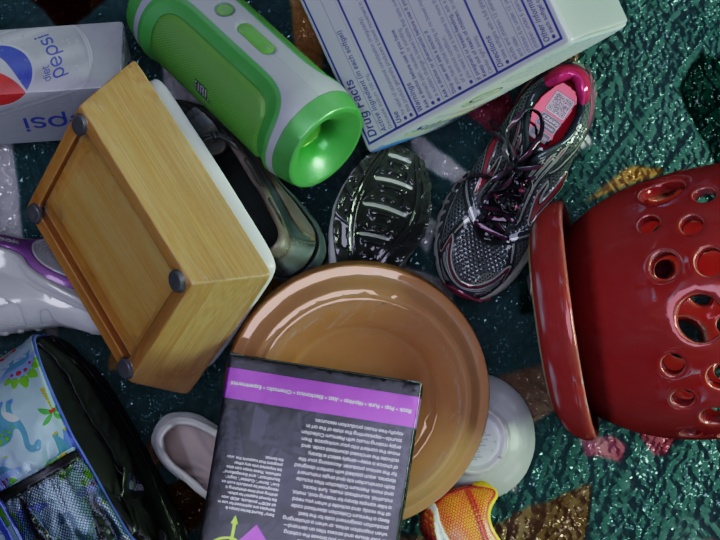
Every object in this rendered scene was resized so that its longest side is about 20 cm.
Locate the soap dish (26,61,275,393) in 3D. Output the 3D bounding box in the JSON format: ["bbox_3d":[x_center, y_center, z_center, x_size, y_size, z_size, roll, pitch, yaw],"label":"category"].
[{"bbox_3d":[-0.161,-0.027,1.590,0.081,0.158,0.201,-17,66,-40],"label":"soap dish"}]

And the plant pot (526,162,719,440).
[{"bbox_3d":[0.223,0.031,1.575,0.181,0.200,0.202,-10,88,10],"label":"plant pot"}]

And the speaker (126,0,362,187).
[{"bbox_3d":[-0.089,-0.151,1.613,0.089,0.088,0.200,-47,63,0],"label":"speaker"}]

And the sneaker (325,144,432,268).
[{"bbox_3d":[0.000,0.000,1.640,0.073,0.079,0.202,16,85,-10],"label":"sneaker"}]

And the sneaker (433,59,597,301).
[{"bbox_3d":[0.115,-0.072,1.639,0.080,0.075,0.201,25,90,3],"label":"sneaker"}]

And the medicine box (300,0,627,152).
[{"bbox_3d":[0.064,-0.215,1.589,0.199,0.103,0.183,-26,87,34],"label":"medicine box"}]

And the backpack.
[{"bbox_3d":[-0.233,0.158,1.591,0.146,0.183,0.201,-28,83,0],"label":"backpack"}]

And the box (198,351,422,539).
[{"bbox_3d":[-0.040,0.169,1.523,0.142,0.036,0.202,9,81,7],"label":"box"}]

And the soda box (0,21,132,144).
[{"bbox_3d":[-0.275,-0.141,1.648,0.198,0.068,0.064,-3,58,2],"label":"soda box"}]

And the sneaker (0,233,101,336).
[{"bbox_3d":[-0.278,0.020,1.664,0.198,0.075,0.100,18,112,0],"label":"sneaker"}]

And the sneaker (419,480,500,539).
[{"bbox_3d":[0.114,0.256,1.623,0.077,0.073,0.201,-24,101,-9],"label":"sneaker"}]

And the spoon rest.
[{"bbox_3d":[0.038,0.128,1.652,0.198,0.061,0.100,2,90,-11],"label":"spoon rest"}]

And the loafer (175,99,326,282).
[{"bbox_3d":[-0.105,-0.071,1.620,0.200,0.063,0.072,43,96,26],"label":"loafer"}]

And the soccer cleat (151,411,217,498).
[{"bbox_3d":[-0.072,0.171,1.636,0.199,0.078,0.070,28,89,2],"label":"soccer cleat"}]

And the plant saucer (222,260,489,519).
[{"bbox_3d":[-0.002,0.094,1.583,0.198,0.032,0.202,-1,99,-4],"label":"plant saucer"}]
